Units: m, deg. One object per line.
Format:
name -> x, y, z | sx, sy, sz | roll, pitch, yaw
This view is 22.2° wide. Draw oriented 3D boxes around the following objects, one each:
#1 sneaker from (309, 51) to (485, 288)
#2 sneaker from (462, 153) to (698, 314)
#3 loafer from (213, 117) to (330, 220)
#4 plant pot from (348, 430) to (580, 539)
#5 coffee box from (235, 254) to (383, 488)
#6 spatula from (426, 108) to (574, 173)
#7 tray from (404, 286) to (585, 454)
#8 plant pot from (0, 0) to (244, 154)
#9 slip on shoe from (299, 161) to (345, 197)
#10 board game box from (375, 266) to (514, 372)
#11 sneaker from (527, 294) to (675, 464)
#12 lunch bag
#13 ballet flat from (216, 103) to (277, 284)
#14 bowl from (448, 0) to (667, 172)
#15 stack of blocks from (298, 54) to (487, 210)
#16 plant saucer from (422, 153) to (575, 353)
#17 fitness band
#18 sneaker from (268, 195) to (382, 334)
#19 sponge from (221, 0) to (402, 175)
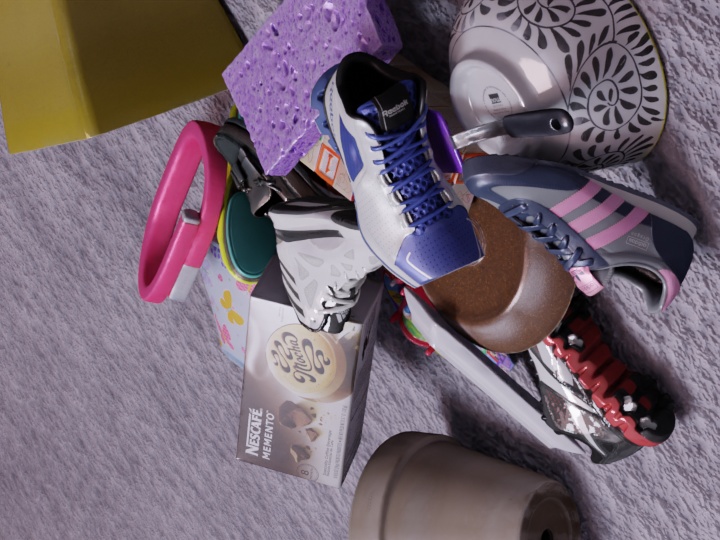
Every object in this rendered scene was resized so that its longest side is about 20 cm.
sneaker -> 0.025, -0.088, 1.429 | 0.200, 0.080, 0.115 | 61, 168, 9
sneaker -> 0.165, -0.028, 1.398 | 0.199, 0.083, 0.070 | 17, 165, -14
loafer -> -0.072, -0.064, 1.718 | 0.200, 0.063, 0.072 | 41, 160, 15
plant pot -> 0.113, 0.259, 1.797 | 0.173, 0.200, 0.201 | -3, 120, 38
coffee box -> -0.051, 0.098, 1.760 | 0.112, 0.080, 0.201 | 15, 125, 9
spatula -> 0.099, -0.105, 1.390 | 0.199, 0.020, 0.057 | -6, 113, 57
tray -> 0.115, 0.095, 1.652 | 0.200, 0.022, 0.107 | 41, -175, -22
plant pot -> -0.251, -0.235, 1.806 | 0.199, 0.199, 0.178 | -2, 109, 56
slip on shoe -> -0.003, -0.091, 1.707 | 0.199, 0.061, 0.074 | 30, 141, 35
board game box -> 0.057, 0.036, 1.737 | 0.157, 0.039, 0.201 | 17, 143, 48
sneaker -> 0.179, 0.087, 1.594 | 0.201, 0.071, 0.098 | 50, 128, 8
lunch bag -> -0.069, 0.029, 1.867 | 0.200, 0.127, 0.171 | 31, 142, 52
ballet flat -> -0.111, -0.073, 1.797 | 0.067, 0.066, 0.202 | 141, 134, -58
bowl -> 0.130, -0.145, 1.421 | 0.200, 0.094, 0.202 | 37, 147, 30
stack of blocks -> 0.019, -0.118, 1.577 | 0.200, 0.058, 0.116 | 39, 122, 41
plant saucer -> 0.103, -0.026, 1.566 | 0.200, 0.036, 0.202 | 13, 107, 49
fitness band -> -0.180, -0.056, 1.831 | 0.144, 0.037, 0.201 | -101, 30, -46
sneaker -> 0.000, 0.000, 1.617 | 0.200, 0.075, 0.116 | 9, 111, 49
sponge -> -0.044, -0.180, 1.577 | 0.200, 0.030, 0.112 | -43, 61, 43
